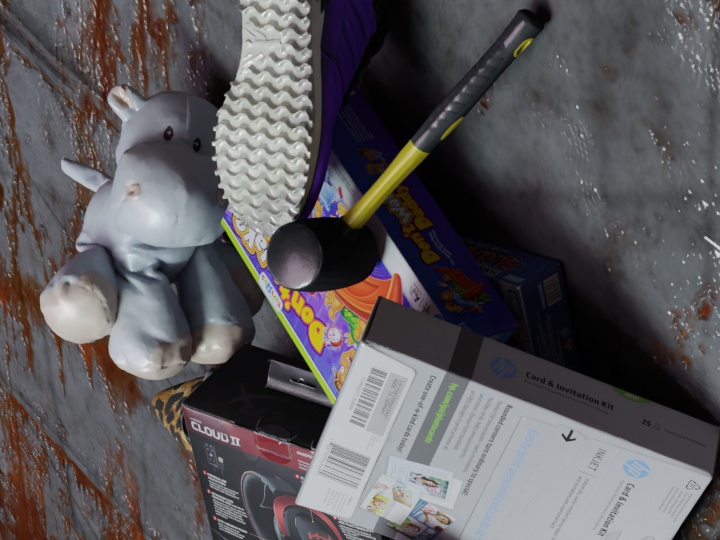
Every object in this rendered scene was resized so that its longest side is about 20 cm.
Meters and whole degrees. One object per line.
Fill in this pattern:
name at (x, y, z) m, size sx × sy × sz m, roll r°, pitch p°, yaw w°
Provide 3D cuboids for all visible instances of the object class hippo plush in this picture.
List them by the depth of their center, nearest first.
hippo plush at (-0.118, -0.039, 1.345) m, size 0.200 × 0.159 × 0.161 m, roll -89°, pitch 23°, yaw -47°

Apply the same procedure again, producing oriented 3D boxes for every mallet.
mallet at (0.032, -0.062, 1.064) m, size 0.200 × 0.066 × 0.041 m, roll -45°, pitch 71°, yaw 16°

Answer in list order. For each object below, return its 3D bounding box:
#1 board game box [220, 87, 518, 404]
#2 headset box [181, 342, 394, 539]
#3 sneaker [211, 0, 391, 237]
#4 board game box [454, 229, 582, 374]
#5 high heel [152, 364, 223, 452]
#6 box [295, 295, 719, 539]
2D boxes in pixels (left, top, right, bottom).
board game box at (0.000, 0.000, 1.168) m, size 0.200 × 0.045 × 0.135 m, roll 57°, pitch 142°, yaw 25°
headset box at (-0.025, 0.145, 1.271) m, size 0.148 × 0.075 × 0.200 m, roll 15°, pitch 131°, yaw 31°
sneaker at (-0.022, -0.118, 1.103) m, size 0.069 × 0.099 × 0.200 m, roll 16°, pitch 107°, yaw 35°
board game box at (0.082, 0.075, 1.190) m, size 0.135 × 0.034 × 0.200 m, roll 19°, pitch 130°, yaw 51°
high heel at (-0.113, 0.087, 1.415) m, size 0.200 × 0.072 × 0.143 m, roll 9°, pitch 160°, yaw 42°
box at (0.078, 0.109, 1.096) m, size 0.200 × 0.041 × 0.156 m, roll 21°, pitch 137°, yaw 1°
